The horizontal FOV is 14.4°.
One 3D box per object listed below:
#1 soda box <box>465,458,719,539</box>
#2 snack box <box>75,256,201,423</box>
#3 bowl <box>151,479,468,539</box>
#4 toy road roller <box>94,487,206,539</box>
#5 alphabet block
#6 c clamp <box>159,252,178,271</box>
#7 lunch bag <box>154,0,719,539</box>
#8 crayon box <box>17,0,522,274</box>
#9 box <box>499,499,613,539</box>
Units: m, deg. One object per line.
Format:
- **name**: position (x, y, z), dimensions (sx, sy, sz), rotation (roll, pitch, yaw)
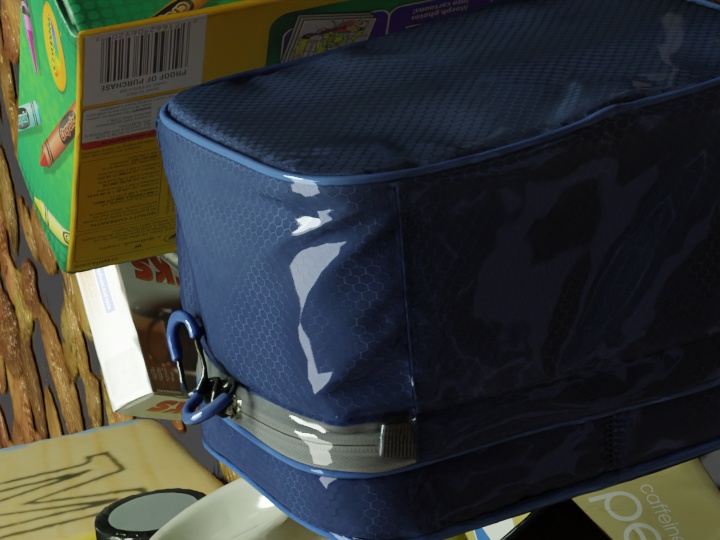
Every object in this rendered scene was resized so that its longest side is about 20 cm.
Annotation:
- **soda box**: position (0.086, 0.098, 0.972), dimensions (0.200, 0.067, 0.064), rotation (-119, 24, -45)
- **snack box**: position (-0.043, 0.030, 1.191), dimensions (0.024, 0.200, 0.072), rotation (-28, 69, 28)
- **bowl**: position (-0.023, 0.136, 1.068), dimensions (0.108, 0.200, 0.200), rotation (63, 166, -12)
- **toy road roller**: position (-0.039, 0.172, 1.271), dimensions (0.200, 0.145, 0.123), rotation (-104, 5, -72)
- **alphabet block**: position (-0.170, 0.217, 1.693), dimensions (0.200, 0.196, 0.196), rotation (-150, 48, -68)
- **c clamp**: position (-0.063, -0.063, 1.056), dimensions (0.171, 0.027, 0.201), rotation (-150, 47, -62)
- **lunch bag**: position (0.036, 0.005, 0.845), dimensions (0.136, 0.199, 0.133), rotation (31, 134, 61)
- **crayon box**: position (-0.009, -0.075, 0.936), dimensions (0.119, 0.199, 0.058), rotation (100, 151, -52)
- **box**: position (0.085, 0.188, 0.855), dimensions (0.200, 0.079, 0.141), rotation (44, 146, 14)
